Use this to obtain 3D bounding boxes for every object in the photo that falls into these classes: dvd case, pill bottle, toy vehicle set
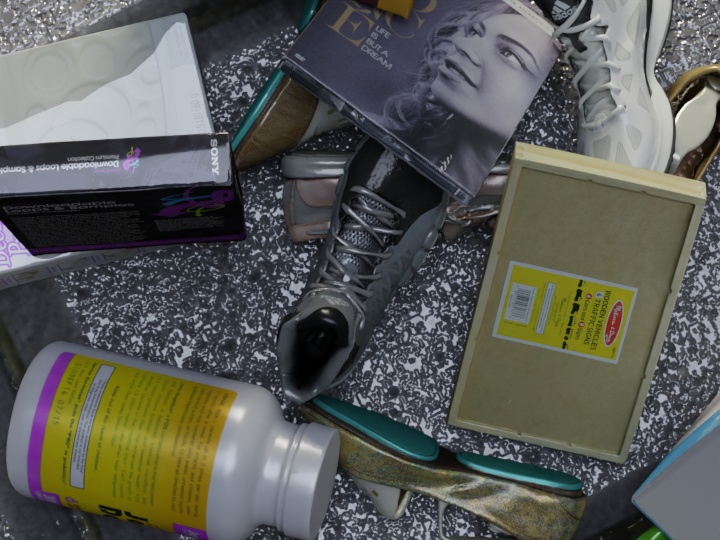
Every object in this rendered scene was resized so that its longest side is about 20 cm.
[{"bbox_3d":[0.048,-0.145,1.271,0.148,0.016,0.200,36,44,-3],"label":"dvd case"},{"bbox_3d":[-0.118,0.115,1.242,0.199,0.104,0.105,12,81,9],"label":"pill bottle"},{"bbox_3d":[0.137,0.024,1.258,0.124,0.027,0.201,13,116,0],"label":"toy vehicle set"}]

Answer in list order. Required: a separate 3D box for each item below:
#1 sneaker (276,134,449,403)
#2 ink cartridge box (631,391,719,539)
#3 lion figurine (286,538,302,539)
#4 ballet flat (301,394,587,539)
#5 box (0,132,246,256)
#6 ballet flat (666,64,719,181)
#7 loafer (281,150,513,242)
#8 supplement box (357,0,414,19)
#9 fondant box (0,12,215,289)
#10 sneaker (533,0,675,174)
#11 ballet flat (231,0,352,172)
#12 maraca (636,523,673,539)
[{"bbox_3d":[0.000,0.000,1.232,0.075,0.116,0.201,23,105,2],"label":"sneaker"},{"bbox_3d":[0.303,0.106,1.210,0.147,0.146,0.200,43,56,5],"label":"ink cartridge box"},{"bbox_3d":[-0.028,0.250,1.258,0.199,0.072,0.123,20,109,16],"label":"lion figurine"},{"bbox_3d":[0.049,0.142,1.277,0.199,0.071,0.071,18,81,2],"label":"ballet flat"},{"bbox_3d":[-0.144,-0.044,1.173,0.142,0.200,0.036,-4,83,-2],"label":"box"},{"bbox_3d":[0.192,-0.059,1.308,0.068,0.063,0.201,32,82,2],"label":"ballet flat"},{"bbox_3d":[0.045,-0.048,1.308,0.199,0.072,0.063,2,98,5],"label":"loafer"},{"bbox_3d":[-0.025,-0.302,1.264,0.199,0.133,0.198,19,48,2],"label":"supplement box"},{"bbox_3d":[-0.195,-0.077,1.306,0.199,0.058,0.145,-14,83,-2],"label":"fondant box"},{"bbox_3d":[0.146,-0.135,1.275,0.115,0.075,0.202,28,55,-36],"label":"sneaker"},{"bbox_3d":[-0.022,-0.144,1.318,0.072,0.068,0.201,27,71,-10],"label":"ballet flat"},{"bbox_3d":[0.138,0.230,1.240,0.199,0.138,0.107,-20,38,-16],"label":"maraca"}]
